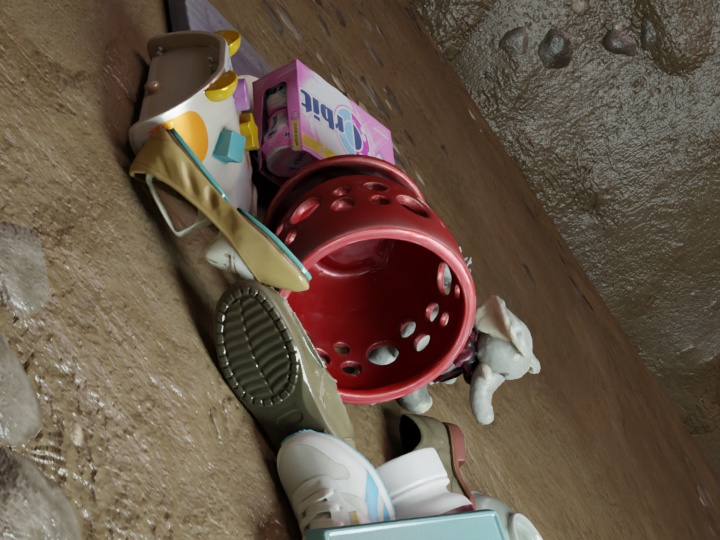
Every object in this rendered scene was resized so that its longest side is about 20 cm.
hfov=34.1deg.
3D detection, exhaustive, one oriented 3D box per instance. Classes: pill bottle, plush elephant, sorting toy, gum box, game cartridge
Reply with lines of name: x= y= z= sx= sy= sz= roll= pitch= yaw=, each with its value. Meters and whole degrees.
pill bottle: x=0.065 y=0.265 z=1.016 sx=0.202 sy=0.114 sz=0.114 roll=64 pitch=18 yaw=18
plush elephant: x=0.117 y=0.091 z=1.272 sx=0.154 sy=0.201 sz=0.165 roll=27 pitch=-5 yaw=29
sorting toy: x=-0.144 y=-0.126 z=1.171 sx=0.201 sy=0.106 sz=0.181 roll=-96 pitch=169 yaw=-55
gum box: x=-0.039 y=-0.136 z=1.302 sx=0.199 sy=0.066 sz=0.115 roll=30 pitch=46 yaw=-49
game cartridge: x=-0.158 y=-0.251 z=1.410 sx=0.200 sy=0.038 sz=0.130 roll=43 pitch=19 yaw=-43

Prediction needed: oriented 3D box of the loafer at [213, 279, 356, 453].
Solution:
loafer: x=-0.064 y=0.099 z=1.018 sx=0.067 sy=0.075 sz=0.202 roll=-53 pitch=121 yaw=-73

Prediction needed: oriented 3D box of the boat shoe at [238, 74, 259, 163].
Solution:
boat shoe: x=-0.097 y=-0.150 z=1.365 sx=0.062 sy=0.072 sz=0.200 roll=12 pitch=-25 yaw=49

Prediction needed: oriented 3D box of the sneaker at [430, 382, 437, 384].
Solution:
sneaker: x=0.062 y=0.041 z=1.439 sx=0.079 sy=0.077 sz=0.202 roll=-32 pitch=101 yaw=-48

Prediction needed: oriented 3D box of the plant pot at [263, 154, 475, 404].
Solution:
plant pot: x=0.000 y=0.000 z=1.151 sx=0.201 sy=0.199 sz=0.183 roll=48 pitch=14 yaw=-30

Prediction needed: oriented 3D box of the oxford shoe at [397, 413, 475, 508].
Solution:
oxford shoe: x=0.069 y=0.229 z=1.208 sx=0.074 sy=0.071 sz=0.201 roll=24 pitch=29 yaw=-19

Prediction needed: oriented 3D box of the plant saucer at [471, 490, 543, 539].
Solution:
plant saucer: x=0.183 y=0.337 z=1.344 sx=0.201 sy=0.050 sz=0.201 roll=52 pitch=17 yaw=-23

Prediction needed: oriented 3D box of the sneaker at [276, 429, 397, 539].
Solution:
sneaker: x=-0.012 y=0.220 z=0.946 sx=0.201 sy=0.076 sz=0.081 roll=60 pitch=24 yaw=15

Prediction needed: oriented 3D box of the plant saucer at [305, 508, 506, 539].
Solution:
plant saucer: x=0.047 y=0.228 z=0.930 sx=0.198 sy=0.019 sz=0.071 roll=3 pitch=58 yaw=-38

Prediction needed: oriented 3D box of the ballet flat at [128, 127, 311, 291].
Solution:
ballet flat: x=-0.126 y=-0.039 z=1.025 sx=0.200 sy=0.063 sz=0.069 roll=46 pitch=-8 yaw=16
